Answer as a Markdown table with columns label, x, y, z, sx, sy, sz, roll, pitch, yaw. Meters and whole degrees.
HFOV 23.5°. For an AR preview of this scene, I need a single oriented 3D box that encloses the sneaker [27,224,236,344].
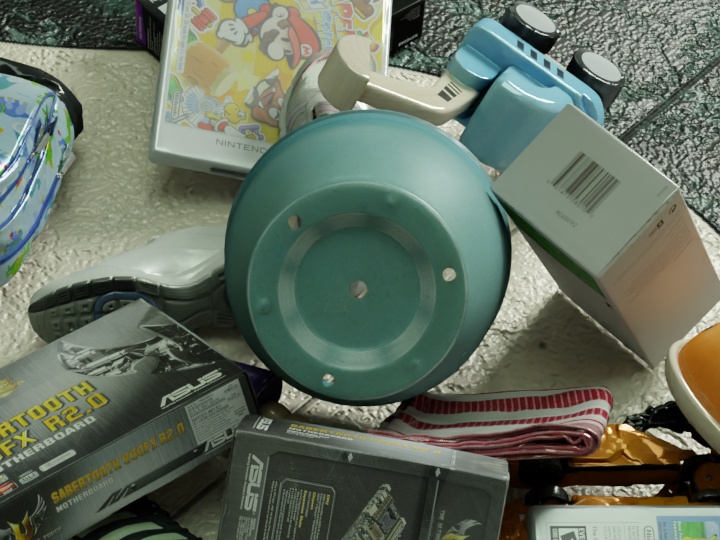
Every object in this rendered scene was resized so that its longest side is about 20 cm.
| label | x | y | z | sx | sy | sz | roll | pitch | yaw |
| --- | --- | --- | --- | --- | --- | --- | --- | --- | --- |
| sneaker | -0.142 | 0.011 | 1.247 | 0.200 | 0.075 | 0.087 | -11 | 32 | -19 |

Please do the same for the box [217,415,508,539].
| label | x | y | z | sx | sy | sz | roll | pitch | yaw |
| --- | --- | --- | --- | --- | --- | --- | --- | --- | --- |
| box | -0.008 | 0.196 | 0.995 | 0.158 | 0.200 | 0.048 | 9 | 5 | 3 |

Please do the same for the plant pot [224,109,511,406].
| label | x | y | z | sx | sy | sz | roll | pitch | yaw |
| --- | --- | --- | --- | --- | --- | --- | --- | --- | --- |
| plant pot | 0.000 | 0.000 | 1.111 | 0.200 | 0.200 | 0.188 | 9 | 8 | 2 |

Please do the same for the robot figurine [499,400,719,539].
| label | x | y | z | sx | sy | sz | roll | pitch | yaw |
| --- | --- | --- | --- | --- | --- | --- | --- | --- | --- |
| robot figurine | 0.178 | 0.151 | 1.148 | 0.200 | 0.058 | 0.145 | 2 | 47 | -4 |

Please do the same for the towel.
| label | x | y | z | sx | sy | sz | roll | pitch | yaw |
| --- | --- | --- | --- | --- | --- | --- | --- | --- | --- |
| towel | 0.087 | 0.095 | 1.108 | 0.144 | 0.023 | 0.200 | -4 | 4 | 11 |

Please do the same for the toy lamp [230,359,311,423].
| label | x | y | z | sx | sy | sz | roll | pitch | yaw |
| --- | --- | --- | --- | --- | --- | --- | --- | --- | --- |
| toy lamp | -0.024 | 0.120 | 1.157 | 0.200 | 0.058 | 0.058 | 30 | 51 | 18 |

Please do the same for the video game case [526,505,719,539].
| label | x | y | z | sx | sy | sz | roll | pitch | yaw |
| --- | --- | --- | --- | --- | --- | --- | --- | --- | --- |
| video game case | 0.197 | 0.241 | 1.050 | 0.182 | 0.022 | 0.200 | 1 | 66 | -6 |

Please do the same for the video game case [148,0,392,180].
| label | x | y | z | sx | sy | sz | roll | pitch | yaw |
| --- | --- | --- | --- | --- | --- | --- | --- | --- | --- |
| video game case | -0.067 | -0.161 | 1.365 | 0.182 | 0.023 | 0.200 | 10 | 65 | -15 |

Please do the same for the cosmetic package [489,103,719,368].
| label | x | y | z | sx | sy | sz | roll | pitch | yaw |
| --- | --- | --- | --- | --- | --- | --- | --- | --- | --- |
| cosmetic package | 0.177 | -0.020 | 1.204 | 0.085 | 0.200 | 0.108 | -47 | 60 | -3 |

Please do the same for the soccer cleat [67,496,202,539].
| label | x | y | z | sx | sy | sz | roll | pitch | yaw |
| --- | --- | --- | --- | --- | --- | --- | --- | --- | --- |
| soccer cleat | -0.134 | 0.175 | 1.087 | 0.200 | 0.068 | 0.081 | 12 | 46 | 8 |

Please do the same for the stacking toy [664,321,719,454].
| label | x | y | z | sx | sy | sz | roll | pitch | yaw |
| --- | --- | --- | --- | --- | --- | --- | --- | --- | --- |
| stacking toy | 0.305 | 0.038 | 1.105 | 0.146 | 0.200 | 0.146 | 31 | 23 | -15 |

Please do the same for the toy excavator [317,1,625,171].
| label | x | y | z | sx | sy | sz | roll | pitch | yaw |
| --- | --- | --- | --- | --- | --- | --- | --- | --- | --- |
| toy excavator | 0.085 | -0.132 | 1.309 | 0.194 | 0.100 | 0.200 | 36 | 33 | 5 |

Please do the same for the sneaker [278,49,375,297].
| label | x | y | z | sx | sy | sz | roll | pitch | yaw |
| --- | --- | --- | --- | --- | --- | --- | --- | --- | --- |
| sneaker | -0.011 | -0.083 | 1.289 | 0.081 | 0.088 | 0.200 | 3 | 64 | -18 |

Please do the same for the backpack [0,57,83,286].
| label | x | y | z | sx | sy | sz | roll | pitch | yaw |
| --- | --- | --- | --- | --- | --- | --- | --- | --- | --- |
| backpack | -0.297 | -0.072 | 1.261 | 0.163 | 0.154 | 0.200 | 13 | 60 | -4 |

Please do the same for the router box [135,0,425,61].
| label | x | y | z | sx | sy | sz | roll | pitch | yaw |
| --- | --- | --- | --- | --- | --- | --- | --- | --- | --- |
| router box | -0.067 | -0.213 | 1.460 | 0.200 | 0.051 | 0.149 | -31 | 57 | -28 |

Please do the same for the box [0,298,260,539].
| label | x | y | z | sx | sy | sz | roll | pitch | yaw |
| --- | --- | --- | --- | --- | --- | --- | --- | --- | --- |
| box | -0.185 | 0.101 | 1.106 | 0.200 | 0.048 | 0.158 | -27 | 30 | -22 |
